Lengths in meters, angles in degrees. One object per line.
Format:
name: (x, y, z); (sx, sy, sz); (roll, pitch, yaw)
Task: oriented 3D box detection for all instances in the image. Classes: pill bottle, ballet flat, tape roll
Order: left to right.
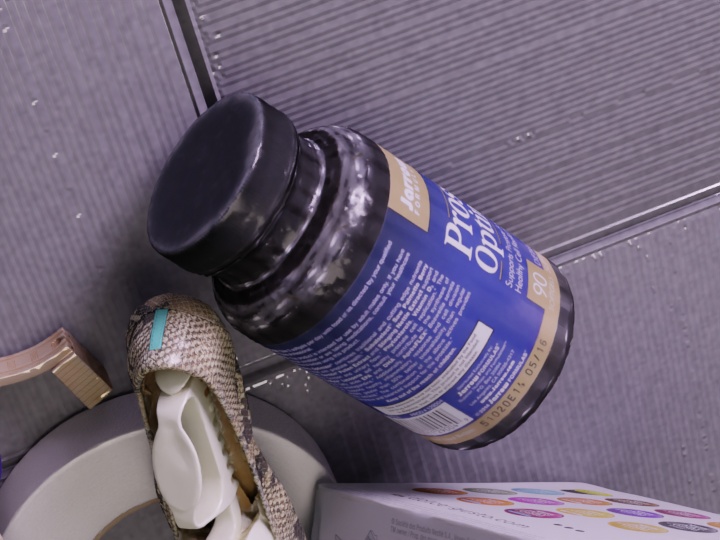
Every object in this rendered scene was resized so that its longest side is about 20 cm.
tape roll: (-0.102, 0.154, 0.990); (0.202, 0.037, 0.204); (-9, 121, -15)
ballet flat: (-0.075, 0.107, 0.902); (0.067, 0.075, 0.201); (-7, 125, 12)
pill bottle: (0.000, 0.000, 0.889); (0.200, 0.112, 0.112); (32, 105, -31)

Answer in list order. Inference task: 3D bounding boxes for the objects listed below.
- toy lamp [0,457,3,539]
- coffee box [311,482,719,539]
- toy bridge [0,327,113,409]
toy lamp: (-0.175, 0.176, 0.924); (0.058, 0.058, 0.201); (-20, 121, -6)
coffee box: (0.100, 0.221, 0.942); (0.197, 0.199, 0.201); (5, 91, -34)
toy bridge: (-0.222, 0.095, 0.920); (0.200, 0.027, 0.067); (-38, 121, 5)
